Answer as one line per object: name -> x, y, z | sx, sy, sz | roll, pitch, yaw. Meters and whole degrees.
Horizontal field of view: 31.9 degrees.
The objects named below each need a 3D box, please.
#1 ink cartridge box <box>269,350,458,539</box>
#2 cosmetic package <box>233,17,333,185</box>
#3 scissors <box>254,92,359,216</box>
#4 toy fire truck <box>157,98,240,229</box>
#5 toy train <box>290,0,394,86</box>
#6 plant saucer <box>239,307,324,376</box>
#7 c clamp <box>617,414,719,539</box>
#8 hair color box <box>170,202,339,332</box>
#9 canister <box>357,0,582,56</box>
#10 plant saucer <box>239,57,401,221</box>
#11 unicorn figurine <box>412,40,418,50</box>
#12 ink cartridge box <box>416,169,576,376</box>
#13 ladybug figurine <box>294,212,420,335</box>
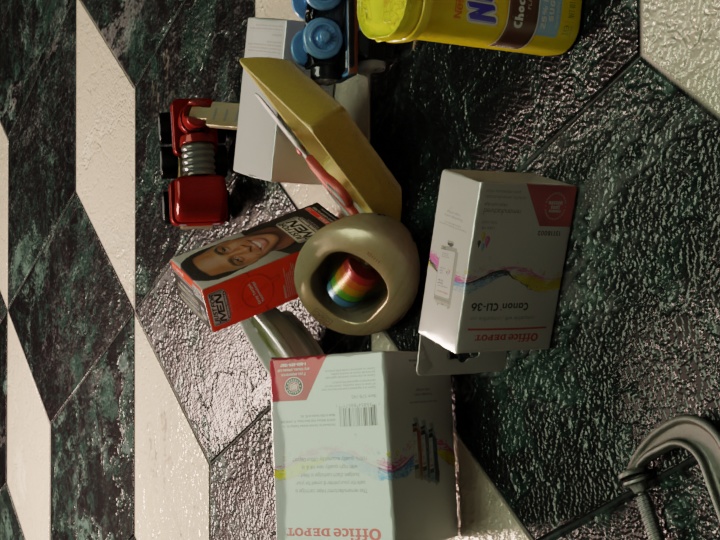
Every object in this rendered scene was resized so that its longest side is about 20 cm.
ink cartridge box -> 0.005, 0.187, 1.308 | 0.145, 0.144, 0.201 | -5, 83, 31
cosmetic package -> -0.094, -0.212, 1.580 | 0.113, 0.081, 0.201 | 23, 110, 56
scissors -> -0.063, -0.132, 1.505 | 0.200, 0.014, 0.073 | 48, 175, 25
toy fire truck -> -0.204, -0.156, 1.712 | 0.200, 0.128, 0.177 | 148, 119, -76
toy train -> -0.017, -0.308, 1.420 | 0.087, 0.114, 0.201 | 174, 96, -74
plant saucer -> -0.081, 0.105, 1.529 | 0.200, 0.050, 0.200 | 50, 164, 20
c clamp -> 0.262, 0.227, 1.041 | 0.171, 0.027, 0.201 | -35, 61, 53
hair color box -> -0.109, -0.006, 1.480 | 0.101, 0.199, 0.061 | 35, 143, 52
canister -> 0.104, -0.274, 1.143 | 0.086, 0.199, 0.149 | 8, 97, 58
plant saucer -> -0.033, -0.150, 1.423 | 0.048, 0.200, 0.200 | -40, 42, -2
unicorn figurine -> 0.046, -0.351, 1.330 | 0.201, 0.137, 0.074 | -70, 23, 4
ink cartridge box -> 0.125, 0.011, 1.183 | 0.067, 0.116, 0.201 | 26, 113, 55
ladybug figurine -> 0.000, 0.000, 1.399 | 0.200, 0.136, 0.072 | -44, 9, 51
